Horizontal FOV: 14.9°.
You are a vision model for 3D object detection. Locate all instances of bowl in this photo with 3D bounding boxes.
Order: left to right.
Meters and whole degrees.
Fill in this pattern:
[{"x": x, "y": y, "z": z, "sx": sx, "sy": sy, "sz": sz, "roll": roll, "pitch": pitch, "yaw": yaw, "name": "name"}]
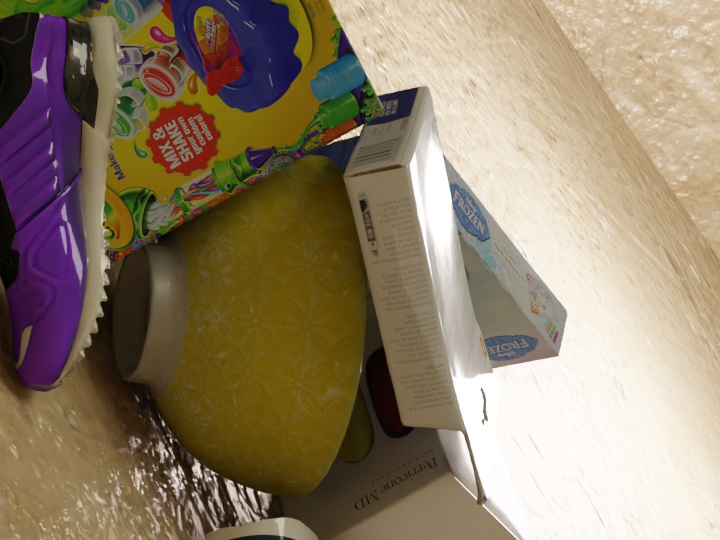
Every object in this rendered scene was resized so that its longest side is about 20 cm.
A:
[{"x": -0.080, "y": 0.028, "z": 1.579, "sx": 0.108, "sy": 0.200, "sz": 0.200, "roll": 6, "pitch": 42, "yaw": -21, "name": "bowl"}]

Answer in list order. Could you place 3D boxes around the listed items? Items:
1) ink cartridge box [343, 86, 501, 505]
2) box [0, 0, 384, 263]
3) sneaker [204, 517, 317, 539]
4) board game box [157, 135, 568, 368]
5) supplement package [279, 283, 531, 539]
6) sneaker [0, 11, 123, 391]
[{"x": 0.037, "y": 0.012, "z": 1.571, "sx": 0.200, "sy": 0.041, "sz": 0.200, "roll": -72, "pitch": 149, "yaw": -74, "name": "ink cartridge box"}, {"x": -0.124, "y": -0.137, "z": 1.544, "sx": 0.200, "sy": 0.193, "sz": 0.122, "roll": 62, "pitch": -6, "yaw": -16, "name": "box"}, {"x": -0.027, "y": 0.208, "z": 1.564, "sx": 0.200, "sy": 0.076, "sz": 0.081, "roll": 36, "pitch": 40, "yaw": -51, "name": "sneaker"}, {"x": 0.000, "y": 0.000, "z": 1.783, "sx": 0.199, "sy": 0.200, "sz": 0.043, "roll": 50, "pitch": 41, "yaw": -37, "name": "board game box"}, {"x": 0.013, "y": 0.101, "z": 1.680, "sx": 0.110, "sy": 0.114, "sz": 0.200, "roll": 46, "pitch": 18, "yaw": -43, "name": "supplement package"}, {"x": -0.184, "y": -0.038, "z": 1.442, "sx": 0.070, "sy": 0.099, "sz": 0.200, "roll": 174, "pitch": -79, "yaw": -69, "name": "sneaker"}]
